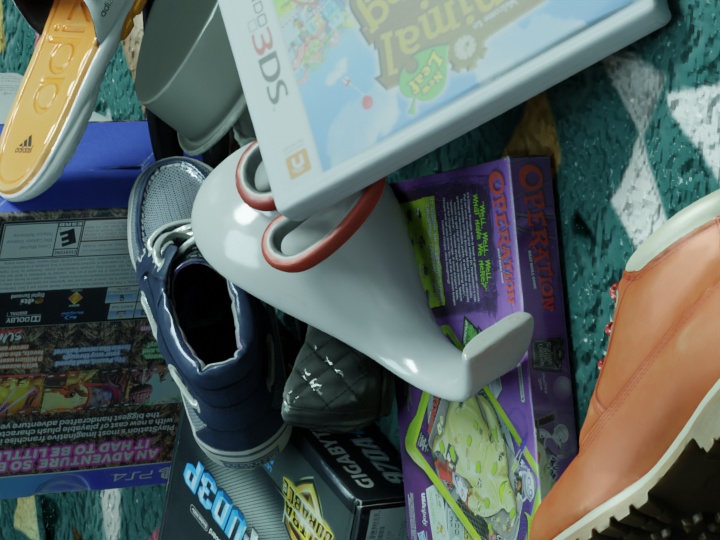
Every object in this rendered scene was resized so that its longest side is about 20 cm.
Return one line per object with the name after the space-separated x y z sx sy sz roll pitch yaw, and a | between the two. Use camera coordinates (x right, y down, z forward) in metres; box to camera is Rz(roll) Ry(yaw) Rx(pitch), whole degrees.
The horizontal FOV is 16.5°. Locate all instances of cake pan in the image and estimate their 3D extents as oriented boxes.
-0.063 -0.157 1.262 0.201 0.037 0.201 -57 20 33 | cake pan

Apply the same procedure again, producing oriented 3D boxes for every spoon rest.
0.000 0.000 1.156 0.200 0.099 0.061 39 148 37 | spoon rest

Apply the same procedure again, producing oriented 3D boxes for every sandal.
-0.161 -0.140 1.331 0.079 0.059 0.208 2 68 47 | sandal

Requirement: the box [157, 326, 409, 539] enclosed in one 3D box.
-0.040 0.138 1.329 0.200 0.046 0.160 45 131 49 | box

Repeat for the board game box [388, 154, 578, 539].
0.056 0.052 1.166 0.120 0.032 0.202 -9 85 64 | board game box

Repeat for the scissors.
0.022 -0.082 1.126 0.200 0.014 0.073 -42 55 7 | scissors

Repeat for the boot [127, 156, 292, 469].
-0.081 -0.002 1.279 0.091 0.072 0.201 77 172 -53 | boot

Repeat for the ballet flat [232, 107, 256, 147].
-0.028 -0.099 1.261 0.200 0.071 0.072 -15 80 60 | ballet flat

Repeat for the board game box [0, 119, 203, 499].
-0.172 0.023 1.439 0.097 0.158 0.201 53 136 46 | board game box

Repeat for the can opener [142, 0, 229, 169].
-0.101 -0.150 1.403 0.063 0.079 0.201 -16 74 17 | can opener

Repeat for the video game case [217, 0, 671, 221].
0.023 -0.145 1.108 0.199 0.022 0.183 -27 65 24 | video game case

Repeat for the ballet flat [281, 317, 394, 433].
-0.027 0.007 1.262 0.200 0.056 0.067 -109 23 -53 | ballet flat

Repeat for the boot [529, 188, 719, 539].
0.124 0.053 1.008 0.200 0.075 0.108 -51 46 40 | boot

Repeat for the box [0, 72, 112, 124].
-0.280 -0.016 1.586 0.171 0.199 0.200 27 115 55 | box
